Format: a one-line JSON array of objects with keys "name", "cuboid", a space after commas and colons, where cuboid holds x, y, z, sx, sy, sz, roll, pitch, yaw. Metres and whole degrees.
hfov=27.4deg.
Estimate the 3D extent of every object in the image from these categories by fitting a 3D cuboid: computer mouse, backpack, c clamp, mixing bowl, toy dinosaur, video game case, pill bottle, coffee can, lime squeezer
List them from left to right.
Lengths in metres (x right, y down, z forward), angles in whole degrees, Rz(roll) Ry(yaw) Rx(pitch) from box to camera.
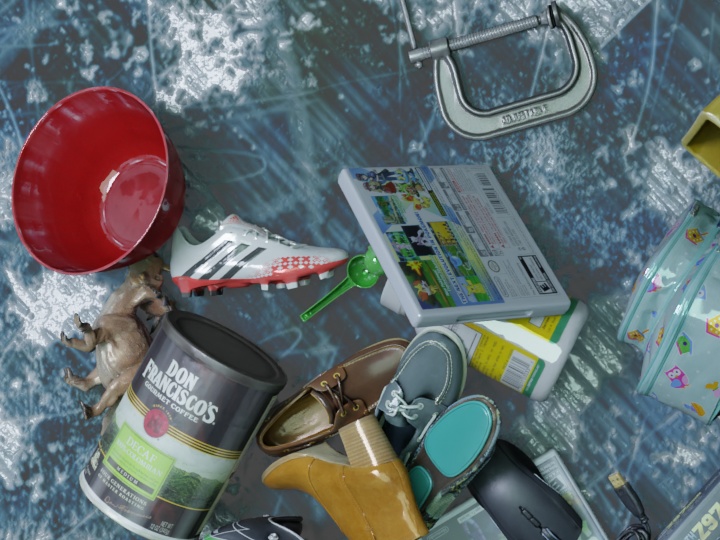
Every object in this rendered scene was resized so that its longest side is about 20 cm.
[{"name": "mixing bowl", "cuboid": [-0.261, -0.083, 1.575, 0.198, 0.108, 0.203, -6, 75, 25]}, {"name": "toy dinosaur", "cuboid": [-0.250, 0.089, 1.606, 0.134, 0.086, 0.202, -10, 107, -26]}, {"name": "coffee can", "cuboid": [-0.186, 0.165, 1.550, 0.146, 0.146, 0.201, 31, 99, 8]}, {"name": "lime squeezer", "cuboid": [0.000, 0.000, 1.536, 0.070, 0.200, 0.038, -21, 84, -31]}, {"name": "video game case", "cuboid": [0.092, -0.029, 1.472, 0.201, 0.181, 0.022, 63, 143, 35]}, {"name": "pill bottle", "cuboid": [0.125, 0.043, 1.522, 0.199, 0.113, 0.114, 27, 94, 8]}, {"name": "c clamp", "cuboid": [0.147, -0.229, 1.561, 0.198, 0.027, 0.173, -9, 88, 10]}, {"name": "video game case", "cuboid": [0.168, 0.317, 1.560, 0.199, 0.023, 0.183, -32, 85, 8]}, {"name": "computer mouse", "cuboid": [0.205, 0.242, 1.518, 0.140, 0.046, 0.201, -39, 84, 9]}, {"name": "backpack", "cuboid": [0.336, 0.042, 1.421, 0.152, 0.200, 0.177, 25, 130, 7]}]

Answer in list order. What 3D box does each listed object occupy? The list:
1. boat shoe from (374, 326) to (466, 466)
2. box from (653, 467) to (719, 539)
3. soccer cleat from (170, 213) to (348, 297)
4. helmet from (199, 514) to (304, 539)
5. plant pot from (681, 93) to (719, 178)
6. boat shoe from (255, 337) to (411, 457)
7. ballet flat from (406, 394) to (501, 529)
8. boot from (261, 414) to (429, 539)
[{"name": "boat shoe", "cuboid": [0.052, 0.145, 1.515, 0.072, 0.062, 0.201, 30, 126, 9]}, {"name": "box", "cuboid": [0.372, 0.318, 1.501, 0.158, 0.051, 0.200, 42, 90, 4]}, {"name": "soccer cleat", "cuboid": [-0.112, -0.020, 1.586, 0.198, 0.069, 0.086, -6, 92, 14]}, {"name": "helmet", "cuboid": [-0.109, 0.349, 1.520, 0.198, 0.191, 0.203, 0, 91, 10]}, {"name": "plant pot", "cuboid": [0.459, -0.148, 1.433, 0.195, 0.194, 0.200, 42, 91, 7]}, {"name": "boat shoe", "cuboid": [-0.024, 0.141, 1.569, 0.199, 0.068, 0.072, -32, 85, 8]}, {"name": "ballet flat", "cuboid": [0.090, 0.200, 1.514, 0.074, 0.074, 0.200, 44, 118, 7]}, {"name": "boot", "cuboid": [-0.019, 0.245, 1.522, 0.201, 0.070, 0.145, -33, 75, 45]}]
